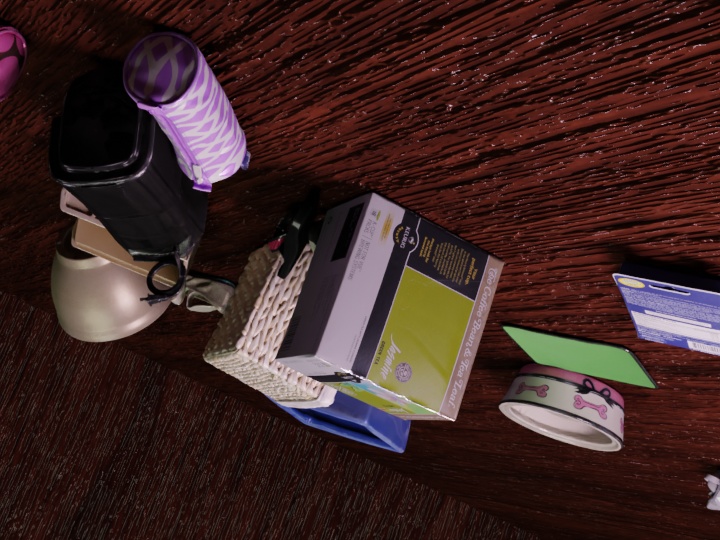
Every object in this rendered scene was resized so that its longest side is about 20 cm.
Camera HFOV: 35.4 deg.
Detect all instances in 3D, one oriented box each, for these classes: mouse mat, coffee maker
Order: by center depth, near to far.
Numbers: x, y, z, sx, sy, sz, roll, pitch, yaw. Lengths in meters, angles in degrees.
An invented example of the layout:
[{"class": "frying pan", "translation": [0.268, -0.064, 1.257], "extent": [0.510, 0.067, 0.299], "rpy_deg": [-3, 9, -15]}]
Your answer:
[{"class": "coffee maker", "translation": [-0.242, -0.095, 1.233], "extent": [0.133, 0.194, 0.200], "rpy_deg": [-25, 159, 2]}, {"class": "mouse mat", "translation": [0.307, 0.121, 1.579], "extent": [0.197, 0.008, 0.161], "rpy_deg": [12, 162, 34]}]

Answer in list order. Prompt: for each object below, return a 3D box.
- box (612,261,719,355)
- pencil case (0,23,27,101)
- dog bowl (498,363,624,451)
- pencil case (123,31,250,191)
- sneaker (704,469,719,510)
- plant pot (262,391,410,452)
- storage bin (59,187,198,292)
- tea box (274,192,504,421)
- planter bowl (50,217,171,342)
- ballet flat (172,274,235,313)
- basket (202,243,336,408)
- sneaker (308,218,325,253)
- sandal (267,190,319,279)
[{"class": "box", "translation": [0.344, 0.039, 1.205], "extent": [0.119, 0.033, 0.200], "rpy_deg": [13, 164, 26]}, {"class": "pencil case", "translation": [-0.462, -0.238, 1.207], "extent": [0.197, 0.095, 0.091], "rpy_deg": [16, 164, 15]}, {"class": "dog bowl", "translation": [0.317, 0.208, 1.737], "extent": [0.197, 0.075, 0.200], "rpy_deg": [20, 164, 6]}, {"class": "pencil case", "translation": [-0.173, -0.155, 1.125], "extent": [0.083, 0.087, 0.200], "rpy_deg": [17, 163, 16]}, {"class": "sneaker", "translation": [0.661, 0.393, 1.918], "extent": [0.114, 0.076, 0.200], "rpy_deg": [8, 155, 41]}, {"class": "plant pot", "translation": [-0.015, 0.165, 1.818], "extent": [0.197, 0.183, 0.200], "rpy_deg": [14, 164, 25]}, {"class": "storage bin", "translation": [-0.322, -0.068, 1.596], "extent": [0.195, 0.095, 0.200], "rpy_deg": [22, 165, -5]}, {"class": "tea box", "translation": [0.035, 0.048, 1.320], "extent": [0.195, 0.203, 0.133], "rpy_deg": [27, 163, -20]}, {"class": "planter bowl", "translation": [-0.403, -0.006, 1.780], "extent": [0.197, 0.201, 0.136], "rpy_deg": [13, 137, 26]}, {"class": "ballet flat", "translation": [-0.306, 0.034, 1.982], "extent": [0.197, 0.063, 0.067], "rpy_deg": [11, 162, 34]}, {"class": "basket", "translation": [-0.100, 0.073, 1.599], "extent": [0.159, 0.201, 0.200], "rpy_deg": [29, 164, -16]}, {"class": "sneaker", "translation": [0.000, 0.000, 1.446], "extent": [0.198, 0.072, 0.093], "rpy_deg": [27, 158, -29]}, {"class": "sandal", "translation": [-0.087, -0.051, 1.405], "extent": [0.044, 0.076, 0.200], "rpy_deg": [26, 157, 2]}]
